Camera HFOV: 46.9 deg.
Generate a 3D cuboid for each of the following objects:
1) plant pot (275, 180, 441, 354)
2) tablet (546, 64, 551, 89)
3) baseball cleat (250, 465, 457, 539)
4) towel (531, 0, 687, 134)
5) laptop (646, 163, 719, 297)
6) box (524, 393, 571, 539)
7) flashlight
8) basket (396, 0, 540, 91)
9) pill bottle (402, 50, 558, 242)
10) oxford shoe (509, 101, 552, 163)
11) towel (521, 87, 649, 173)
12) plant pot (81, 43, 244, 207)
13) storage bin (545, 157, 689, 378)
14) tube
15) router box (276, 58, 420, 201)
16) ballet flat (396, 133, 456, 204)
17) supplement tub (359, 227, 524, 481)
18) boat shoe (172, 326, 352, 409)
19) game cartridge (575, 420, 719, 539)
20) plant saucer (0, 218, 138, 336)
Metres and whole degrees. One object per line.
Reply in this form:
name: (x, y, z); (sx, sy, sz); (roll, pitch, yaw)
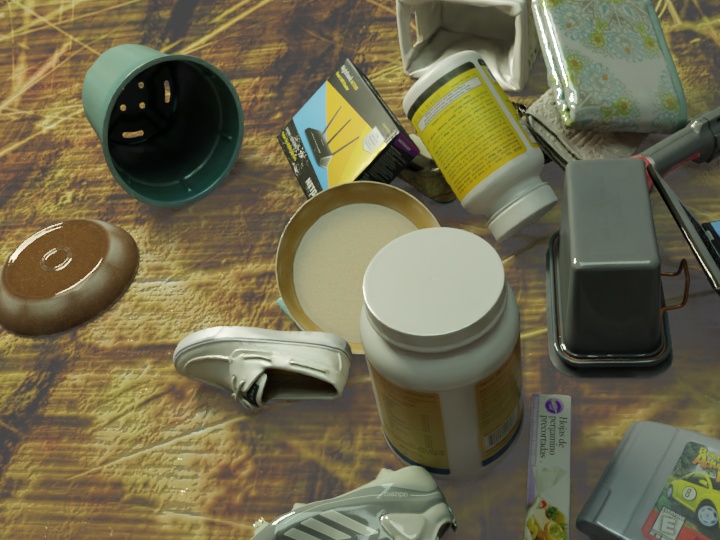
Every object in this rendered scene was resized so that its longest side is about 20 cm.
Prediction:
plant pot: (0.003, -0.002, 0.930); (0.194, 0.028, 0.205); (0, 70, 1)
tablet: (0.338, -0.332, 1.229); (0.126, 0.014, 0.203); (-2, 45, 12)
baseball cleat: (-0.011, 0.239, 0.711); (0.196, 0.071, 0.107); (-25, 45, -10)
towel: (0.307, -0.261, 1.036); (0.167, 0.048, 0.205); (-2, 66, -16)
laptop: (0.413, -0.028, 0.842); (0.115, 0.199, 0.190); (-37, 37, 24)
box: (0.164, 0.202, 0.726); (0.038, 0.042, 0.203); (2, 46, 14)
flashlight: (0.358, -0.122, 0.985); (0.197, 0.069, 0.067); (-28, 7, -20)
basket: (0.166, -0.361, 1.217); (0.196, 0.138, 0.124); (15, 46, 27)
pill bottle: (0.142, -0.141, 0.969); (0.111, 0.113, 0.203); (-28, 80, -15)
oxford shoe: (0.209, -0.179, 1.061); (0.196, 0.086, 0.073); (-23, 43, -12)
towel: (0.297, -0.197, 1.045); (0.132, 0.035, 0.200); (44, 61, 4)
plant pot: (-0.290, -0.220, 1.159); (0.198, 0.203, 0.196); (-31, 39, -18)
storage bin: (0.261, -0.013, 0.847); (0.141, 0.136, 0.203); (-1, 46, 13)
tube: (0.000, 0.000, 0.964); (0.199, 0.051, 0.077); (-38, 53, -17)
router box: (-0.022, -0.164, 1.077); (0.149, 0.051, 0.202); (-44, 42, 14)
ballet flat: (0.055, -0.154, 1.086); (0.070, 0.072, 0.199); (-37, 49, -23)
supplement tub: (0.076, 0.078, 0.754); (0.141, 0.203, 0.147); (-6, 44, 6)
boat shoe: (-0.108, 0.108, 0.869); (0.194, 0.072, 0.071); (1, 46, 8)
game cartridge: (0.297, 0.208, 0.692); (0.197, 0.042, 0.133); (23, 51, 31)
plant saucer: (-0.385, -0.004, 1.069); (0.195, 0.037, 0.203); (-8, 45, 8)
